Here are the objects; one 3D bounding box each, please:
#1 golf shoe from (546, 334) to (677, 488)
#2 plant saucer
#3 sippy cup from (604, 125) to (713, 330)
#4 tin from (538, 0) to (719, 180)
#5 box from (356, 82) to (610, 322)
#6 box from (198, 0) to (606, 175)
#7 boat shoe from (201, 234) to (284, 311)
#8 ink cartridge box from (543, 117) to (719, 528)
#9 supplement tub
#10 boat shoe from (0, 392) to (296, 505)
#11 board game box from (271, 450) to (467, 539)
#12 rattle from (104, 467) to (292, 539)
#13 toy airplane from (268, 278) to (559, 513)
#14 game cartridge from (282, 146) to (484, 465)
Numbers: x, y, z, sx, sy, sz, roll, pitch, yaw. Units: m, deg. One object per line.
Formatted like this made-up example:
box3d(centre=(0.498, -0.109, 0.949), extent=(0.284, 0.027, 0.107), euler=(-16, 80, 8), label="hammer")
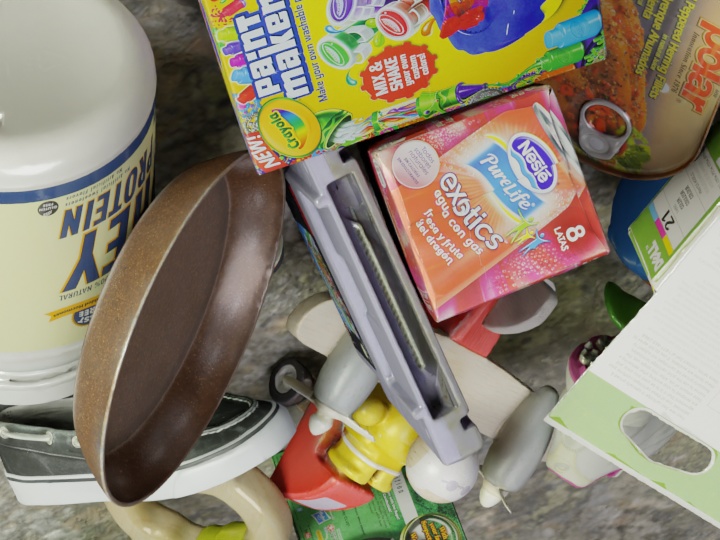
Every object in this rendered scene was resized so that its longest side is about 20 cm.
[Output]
box3d(centre=(0.181, 0.080, 1.639), extent=(0.199, 0.075, 0.092), euler=(-14, 133, -51), label="golf shoe")
box3d(centre=(-0.098, 0.025, 1.336), extent=(0.034, 0.201, 0.201), euler=(21, 141, 14), label="plant saucer")
box3d(centre=(0.225, -0.024, 1.542), extent=(0.130, 0.140, 0.179), euler=(25, 98, -31), label="sippy cup")
box3d(centre=(0.153, -0.127, 1.392), extent=(0.042, 0.111, 0.201), euler=(-53, 168, -33), label="tin")
box3d(centre=(0.062, -0.041, 1.376), extent=(0.099, 0.096, 0.200), euler=(-22, -174, -1), label="box")
box3d(centre=(0.005, -0.180, 1.250), extent=(0.191, 0.123, 0.201), euler=(-19, 142, -2), label="box")
box3d(centre=(-0.132, 0.021, 1.467), extent=(0.199, 0.072, 0.063), euler=(-23, 148, 5), label="boat shoe")
box3d(centre=(0.212, 0.028, 1.459), extent=(0.147, 0.076, 0.200), euler=(31, 111, -22), label="ink cartridge box")
box3d(centre=(-0.177, -0.040, 1.312), extent=(0.144, 0.146, 0.201), euler=(-10, 141, -13), label="supplement tub")
box3d(centre=(-0.131, 0.088, 1.484), extent=(0.198, 0.074, 0.068), euler=(-7, 115, 36), label="boat shoe")
box3d(centre=(0.018, 0.185, 1.626), extent=(0.104, 0.201, 0.024), euler=(-17, 142, -3), label="board game box")
box3d(centre=(-0.123, 0.153, 1.552), extent=(0.143, 0.130, 0.201), euler=(-50, 155, -28), label="rattle")
box3d(centre=(0.046, 0.074, 1.555), extent=(0.198, 0.142, 0.200), euler=(-10, 140, -14), label="toy airplane")
box3d(centre=(0.000, 0.000, 1.392), extent=(0.038, 0.130, 0.201), euler=(-28, 109, -10), label="game cartridge")
